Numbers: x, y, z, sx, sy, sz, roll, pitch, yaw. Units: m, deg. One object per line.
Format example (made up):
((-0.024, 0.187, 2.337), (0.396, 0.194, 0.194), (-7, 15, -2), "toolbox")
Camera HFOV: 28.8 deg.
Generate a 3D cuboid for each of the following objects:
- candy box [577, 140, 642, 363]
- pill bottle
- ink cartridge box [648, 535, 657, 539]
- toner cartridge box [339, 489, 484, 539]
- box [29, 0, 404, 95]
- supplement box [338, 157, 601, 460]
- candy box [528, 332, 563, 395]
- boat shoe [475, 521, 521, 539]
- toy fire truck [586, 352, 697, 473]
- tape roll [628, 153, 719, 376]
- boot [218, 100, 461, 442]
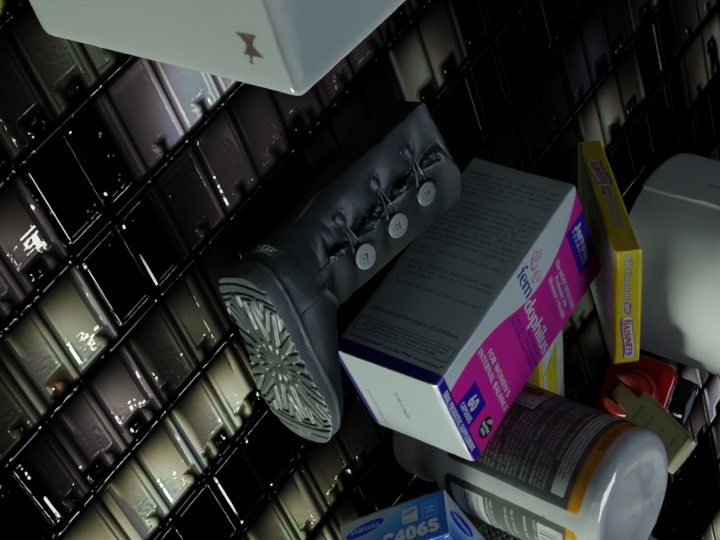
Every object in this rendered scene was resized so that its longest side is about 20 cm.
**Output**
((0.205, -0.020, 1.164), (0.201, 0.026, 0.103), (-91, 174, -60), "candy box")
((0.129, 0.148, 1.097), (0.116, 0.199, 0.118), (-26, 125, -43), "pill bottle")
((0.260, 0.342, 1.331), (0.147, 0.084, 0.200), (-61, 162, 7), "ink cartridge box")
((0.069, 0.258, 1.138), (0.200, 0.094, 0.043), (54, 20, -41), "toner cartridge box")
((-0.074, -0.223, 0.672), (0.171, 0.198, 0.201), (-46, 135, -28), "box")
((0.086, 0.026, 1.071), (0.201, 0.103, 0.102), (-54, 140, -23), "supplement box")
((0.156, 0.096, 1.213), (0.103, 0.026, 0.202), (-65, 153, -55), "candy box")
((0.114, 0.303, 1.257), (0.062, 0.074, 0.202), (-8, 117, -55), "boat shoe")
((0.242, 0.169, 1.269), (0.200, 0.128, 0.178), (11, 98, -69), "toy fire truck")
((0.354, -0.002, 1.369), (0.202, 0.138, 0.205), (-24, 123, -44), "tape roll")
((0.000, -0.001, 0.986), (0.200, 0.065, 0.166), (-50, 141, -33), "boot")
